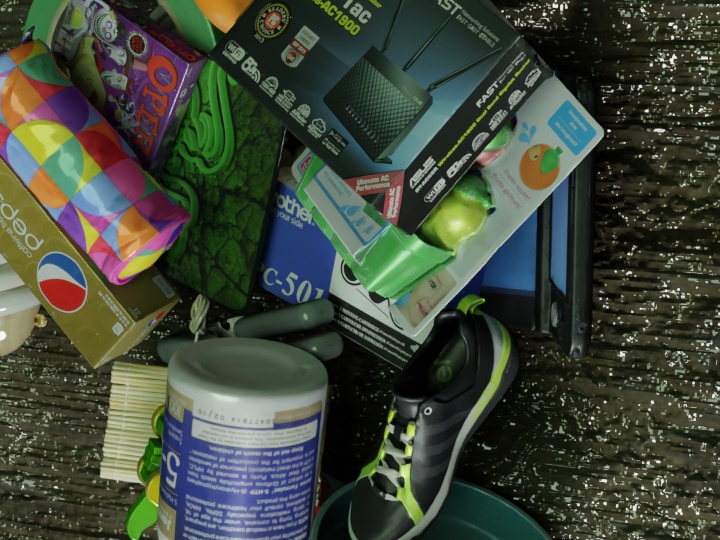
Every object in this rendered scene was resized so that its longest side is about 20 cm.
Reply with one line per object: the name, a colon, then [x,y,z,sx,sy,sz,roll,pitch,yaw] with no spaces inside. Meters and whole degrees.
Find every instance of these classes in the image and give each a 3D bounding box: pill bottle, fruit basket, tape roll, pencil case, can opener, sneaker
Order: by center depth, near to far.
fruit basket: [0.050,-0.085,1.331,0.200,0.094,0.185,-50,56,23]
sneaker: [0.036,0.107,1.352,0.072,0.083,0.201,27,87,41]
pill bottle: [-0.090,0.162,1.404,0.119,0.120,0.201,14,109,25]
pencil case: [-0.215,-0.087,1.439,0.088,0.088,0.200,-41,84,26]
can opener: [-0.087,0.062,1.493,0.200,0.066,0.053,-14,93,52]
tape roll: [-0.182,-0.163,1.525,0.200,0.048,0.201,6,103,30]

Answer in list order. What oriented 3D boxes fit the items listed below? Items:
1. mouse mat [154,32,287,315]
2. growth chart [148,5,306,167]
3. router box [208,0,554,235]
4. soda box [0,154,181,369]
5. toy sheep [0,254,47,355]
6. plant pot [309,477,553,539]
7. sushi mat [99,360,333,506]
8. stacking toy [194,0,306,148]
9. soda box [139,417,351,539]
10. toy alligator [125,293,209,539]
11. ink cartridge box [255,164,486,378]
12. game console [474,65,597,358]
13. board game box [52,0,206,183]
mouse mat: [-0.135,-0.078,1.478,0.161,0.008,0.201,26,119,23]
growth chart: [-0.128,-0.130,1.539,0.145,0.018,0.200,-33,82,28]
router box: [0.011,-0.142,1.299,0.150,0.062,0.200,-49,57,3]
soda box: [-0.237,-0.026,1.487,0.200,0.064,0.068,50,126,7]
toy sheep: [-0.319,-0.026,1.589,0.137,0.138,0.201,-2,106,27]
plant pot: [0.040,0.287,1.430,0.200,0.200,0.189,30,126,20]
sushi mat: [-0.117,0.128,1.502,0.199,0.012,0.096,5,89,23]
stacking toy: [-0.043,-0.164,1.443,0.146,0.146,0.201,-10,108,28]
soda box: [-0.084,0.179,1.533,0.199,0.070,0.064,27,107,21]
toy alligator: [-0.130,0.120,1.474,0.054,0.059,0.201,16,96,-18]
ink cartridge box: [0.000,0.000,1.447,0.200,0.044,0.094,29,120,35]
game console: [0.103,-0.048,1.381,0.116,0.176,0.201,0,99,-1]
board game box: [-0.203,-0.114,1.489,0.120,0.032,0.200,33,122,14]
